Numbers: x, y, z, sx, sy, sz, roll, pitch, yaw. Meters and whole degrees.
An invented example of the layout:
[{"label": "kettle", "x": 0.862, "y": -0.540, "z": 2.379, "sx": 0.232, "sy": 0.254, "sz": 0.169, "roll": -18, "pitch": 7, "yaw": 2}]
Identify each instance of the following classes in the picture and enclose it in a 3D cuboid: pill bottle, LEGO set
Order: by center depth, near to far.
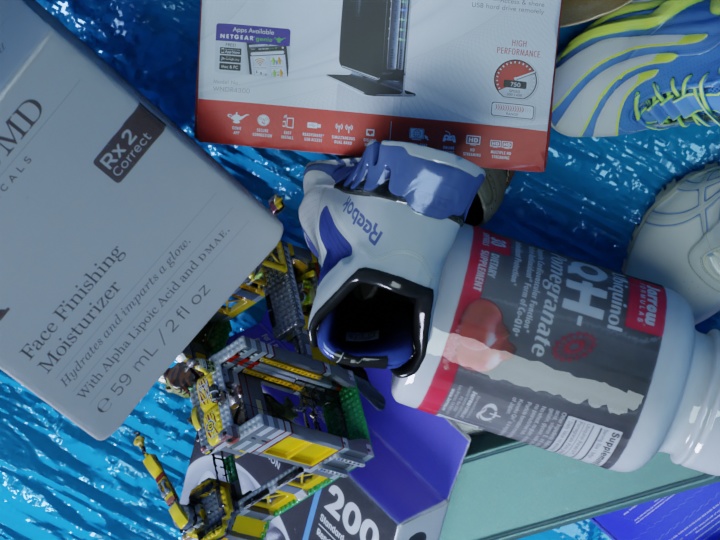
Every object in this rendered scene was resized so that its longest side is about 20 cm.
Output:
[{"label": "pill bottle", "x": 0.126, "y": 0.051, "z": 1.404, "sx": 0.199, "sy": 0.111, "sz": 0.111, "roll": 17, "pitch": 119, "yaw": -4}, {"label": "LEGO set", "x": -0.087, "y": 0.061, "z": 1.437, "sx": 0.153, "sy": 0.201, "sz": 0.116, "roll": -24, "pitch": 151, "yaw": 34}]

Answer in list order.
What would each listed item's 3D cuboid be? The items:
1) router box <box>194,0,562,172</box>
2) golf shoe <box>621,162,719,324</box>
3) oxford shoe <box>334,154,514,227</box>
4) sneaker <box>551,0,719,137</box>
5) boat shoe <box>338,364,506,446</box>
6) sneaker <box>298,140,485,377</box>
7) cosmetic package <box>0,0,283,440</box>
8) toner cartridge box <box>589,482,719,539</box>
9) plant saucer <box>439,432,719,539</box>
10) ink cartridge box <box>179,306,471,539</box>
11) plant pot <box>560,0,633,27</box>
[{"label": "router box", "x": 0.012, "y": -0.153, "z": 1.338, "sx": 0.198, "sy": 0.049, "sz": 0.181, "roll": 5, "pitch": 115, "yaw": 3}, {"label": "golf shoe", "x": 0.220, "y": -0.023, "z": 1.411, "sx": 0.078, "sy": 0.097, "sz": 0.200, "roll": 35, "pitch": 119, "yaw": -12}, {"label": "oxford shoe", "x": 0.003, "y": -0.094, "z": 1.423, "sx": 0.199, "sy": 0.075, "sz": 0.071, "roll": 28, "pitch": 119, "yaw": -6}, {"label": "sneaker", "x": 0.189, "y": -0.114, "z": 1.363, "sx": 0.199, "sy": 0.105, "sz": 0.076, "roll": -23, "pitch": 112, "yaw": 20}, {"label": "boat shoe", "x": 0.067, "y": 0.087, "z": 1.509, "sx": 0.198, "sy": 0.071, "sz": 0.070, "roll": 7, "pitch": 120, "yaw": 8}, {"label": "sneaker", "x": 0.000, "y": 0.000, "z": 1.347, "sx": 0.080, "sy": 0.199, "sz": 0.116, "roll": 20, "pitch": 79, "yaw": -11}, {"label": "cosmetic package", "x": -0.186, "y": -0.046, "z": 1.370, "sx": 0.165, "sy": 0.165, "sz": 0.200, "roll": -49, "pitch": 127, "yaw": 1}, {"label": "toner cartridge box", "x": 0.237, "y": 0.110, "z": 1.508, "sx": 0.095, "sy": 0.043, "sz": 0.200, "roll": 42, "pitch": 117, "yaw": -14}, {"label": "plant saucer", "x": 0.121, "y": 0.123, "z": 1.475, "sx": 0.199, "sy": 0.019, "sz": 0.070, "roll": -17, "pitch": 99, "yaw": 4}, {"label": "ink cartridge box", "x": -0.029, "y": 0.131, "z": 1.500, "sx": 0.198, "sy": 0.043, "sz": 0.201, "roll": 41, "pitch": 128, "yaw": 38}, {"label": "plant pot", "x": 0.094, "y": -0.227, "z": 1.341, "sx": 0.198, "sy": 0.028, "sz": 0.201, "roll": 3, "pitch": 124, "yaw": 5}]
